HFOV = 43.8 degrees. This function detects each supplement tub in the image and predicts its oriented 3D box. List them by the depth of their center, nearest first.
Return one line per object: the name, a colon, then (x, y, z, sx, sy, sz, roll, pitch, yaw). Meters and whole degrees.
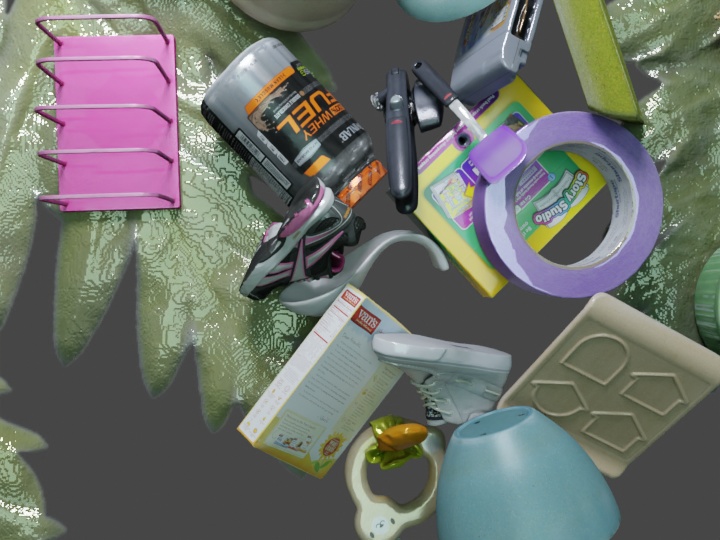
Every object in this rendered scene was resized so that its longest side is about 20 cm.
supplement tub: (-0.071, -0.149, 1.001, 0.123, 0.123, 0.200, -45, 93, -2)

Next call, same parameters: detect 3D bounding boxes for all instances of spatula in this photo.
spatula: (0.112, -0.172, 0.982, 0.056, 0.021, 0.200, -39, 60, 7)

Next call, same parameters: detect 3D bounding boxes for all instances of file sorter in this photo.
file sorter: (-0.279, -0.171, 0.987, 0.138, 0.125, 0.202, -2, 90, -3)

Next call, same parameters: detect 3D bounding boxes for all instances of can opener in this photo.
can opener: (0.048, -0.151, 0.998, 0.078, 0.064, 0.201, -11, 48, 21)

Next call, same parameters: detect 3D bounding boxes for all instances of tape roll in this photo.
tape roll: (0.227, -0.071, 0.991, 0.198, 0.066, 0.202, 0, 91, -6)

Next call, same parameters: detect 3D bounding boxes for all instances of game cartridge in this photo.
game cartridge: (0.159, -0.290, 1.003, 0.041, 0.133, 0.201, 22, 75, -22)

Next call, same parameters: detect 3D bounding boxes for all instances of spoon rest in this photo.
spoon rest: (0.000, 0.000, 1.027, 0.199, 0.099, 0.061, -19, 106, -13)

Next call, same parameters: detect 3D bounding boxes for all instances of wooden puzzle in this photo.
wooden puzzle: (0.281, 0.130, 1.025, 0.184, 0.046, 0.201, 27, 120, -12)

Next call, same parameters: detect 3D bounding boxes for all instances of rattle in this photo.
rattle: (0.044, 0.271, 1.005, 0.129, 0.143, 0.202, 19, 83, -21)

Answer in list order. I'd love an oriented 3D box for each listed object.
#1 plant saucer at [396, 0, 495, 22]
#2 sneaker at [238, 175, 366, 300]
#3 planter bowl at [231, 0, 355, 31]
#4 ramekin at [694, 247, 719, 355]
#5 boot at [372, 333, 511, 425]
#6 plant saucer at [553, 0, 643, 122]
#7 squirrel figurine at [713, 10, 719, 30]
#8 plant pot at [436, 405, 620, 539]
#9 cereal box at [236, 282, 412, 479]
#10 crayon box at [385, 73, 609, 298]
plant saucer: (0.110, -0.371, 0.990, 0.199, 0.036, 0.202, -16, 61, 31)
sneaker: (-0.064, -0.013, 0.975, 0.086, 0.200, 0.081, 31, 54, -13)
planter bowl: (-0.059, -0.380, 0.961, 0.199, 0.135, 0.202, 6, 76, -25)
ramekin: (0.493, 0.041, 1.047, 0.198, 0.098, 0.202, 0, 90, -4)
boot: (0.088, 0.128, 1.003, 0.199, 0.073, 0.096, 12, 93, -35)
plant saucer: (0.261, -0.251, 0.998, 0.048, 0.200, 0.201, -19, 91, 20)
squirrel figurine: (0.523, -0.304, 1.033, 0.198, 0.142, 0.188, -8, 84, -6)
plant pot: (0.165, 0.227, 0.974, 0.199, 0.200, 0.136, -19, 94, -3)
cereal box: (-0.029, 0.128, 1.003, 0.039, 0.144, 0.200, 35, 86, 41)
crayon box: (0.160, -0.099, 1.047, 0.200, 0.058, 0.173, -44, 94, -3)
